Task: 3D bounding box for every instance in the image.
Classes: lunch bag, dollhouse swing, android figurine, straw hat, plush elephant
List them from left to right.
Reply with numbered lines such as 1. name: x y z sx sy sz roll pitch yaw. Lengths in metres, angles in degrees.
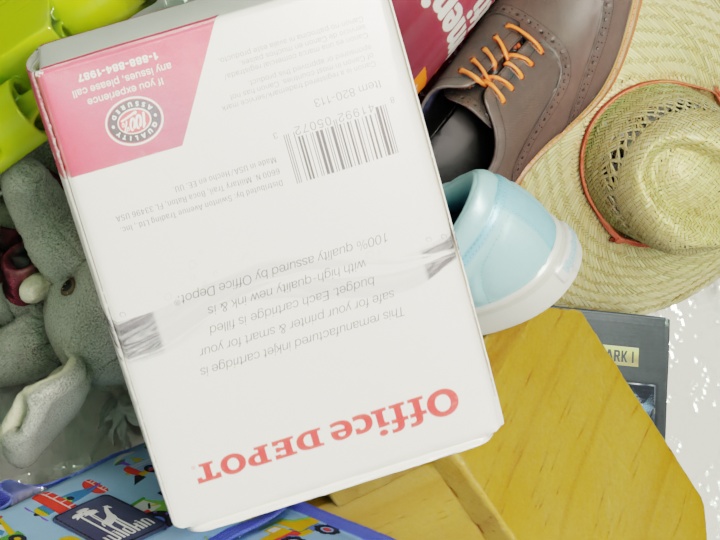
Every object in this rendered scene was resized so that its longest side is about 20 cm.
1. android figurine: -0.179 -0.097 1.053 0.200 0.182 0.041 -33 124 15
2. plush elephant: -0.133 0.001 1.063 0.165 0.155 0.200 -44 100 -20
3. lunch bag: -0.083 0.144 0.978 0.150 0.200 0.094 -27 135 -41
4. dollhouse swing: 0.040 0.141 1.125 0.200 0.176 0.182 55 39 -18
5. straw hat: 0.161 -0.049 1.182 0.201 0.085 0.201 -10 115 -22

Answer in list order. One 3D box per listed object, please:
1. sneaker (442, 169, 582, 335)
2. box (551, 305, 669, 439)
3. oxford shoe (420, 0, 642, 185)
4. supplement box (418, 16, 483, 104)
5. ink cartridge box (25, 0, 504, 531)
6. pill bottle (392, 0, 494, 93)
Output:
1. sneaker: 0.000 0.000 1.072 0.082 0.200 0.074 45 35 -31
2. box: 0.059 0.093 1.187 0.200 0.051 0.158 5 83 -20
3. oxford shoe: 0.076 -0.091 1.120 0.071 0.073 0.200 31 93 13
4. supplement box: 0.038 -0.131 1.197 0.200 0.061 0.109 -8 89 -21
5. ink cartridge box: -0.039 -0.012 0.960 0.146 0.083 0.200 -17 104 -5
6. pill bottle: -0.008 -0.126 1.087 0.110 0.110 0.200 42 74 -13
